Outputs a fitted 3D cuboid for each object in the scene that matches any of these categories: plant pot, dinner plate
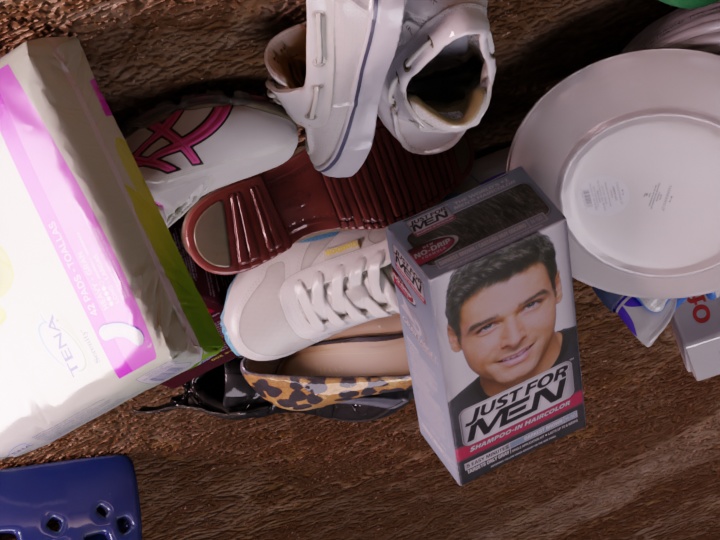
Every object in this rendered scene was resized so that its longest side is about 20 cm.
[{"bbox_3d":[-0.279,0.277,2.001,0.200,0.180,0.200,-6,154,-23],"label":"plant pot"},{"bbox_3d":[0.191,-0.053,1.541,0.200,0.024,0.200,4,130,4],"label":"dinner plate"}]

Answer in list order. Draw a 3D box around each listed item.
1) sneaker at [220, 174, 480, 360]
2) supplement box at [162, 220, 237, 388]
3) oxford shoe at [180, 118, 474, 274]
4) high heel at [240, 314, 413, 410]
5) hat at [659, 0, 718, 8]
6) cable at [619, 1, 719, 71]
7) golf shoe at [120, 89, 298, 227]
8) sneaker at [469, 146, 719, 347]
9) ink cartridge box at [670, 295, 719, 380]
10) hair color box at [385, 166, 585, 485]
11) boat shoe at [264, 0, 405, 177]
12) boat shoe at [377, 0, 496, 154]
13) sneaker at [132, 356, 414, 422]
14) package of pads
[{"bbox_3d":[0.000,0.000,1.601,0.200,0.077,0.081,-29,-157,-2],"label":"sneaker"},{"bbox_3d":[-0.144,0.017,1.644,0.109,0.061,0.200,-25,155,22],"label":"supplement box"},{"bbox_3d":[-0.025,-0.056,1.580,0.200,0.071,0.075,-17,-170,-12],"label":"oxford shoe"},{"bbox_3d":[0.019,0.041,1.647,0.142,0.072,0.200,8,145,-39],"label":"high heel"},{"bbox_3d":[0.196,-0.153,1.330,0.166,0.176,0.200,-32,153,33],"label":"hat"},{"bbox_3d":[0.251,-0.091,1.563,0.200,0.069,0.200,-32,120,28],"label":"cable"},{"bbox_3d":[-0.129,-0.049,1.464,0.200,0.092,0.073,-14,157,-11],"label":"golf shoe"},{"bbox_3d":[0.152,-0.012,1.666,0.200,0.147,0.081,-14,157,-10],"label":"sneaker"},{"bbox_3d":[0.305,-0.026,1.742,0.200,0.146,0.084,-19,158,6],"label":"ink cartridge box"},{"bbox_3d":[0.083,0.039,1.574,0.099,0.061,0.200,-25,136,-13],"label":"hair color box"},{"bbox_3d":[-0.022,-0.119,1.413,0.070,0.071,0.200,3,154,-8],"label":"boat shoe"},{"bbox_3d":[0.046,-0.111,1.459,0.071,0.069,0.200,-14,156,-6],"label":"boat shoe"},{"bbox_3d":[-0.064,0.085,1.805,0.200,0.060,0.104,-1,-179,38],"label":"sneaker"},{"bbox_3d":[-0.188,-0.009,1.372,0.154,0.200,0.068,-29,174,27],"label":"package of pads"}]
